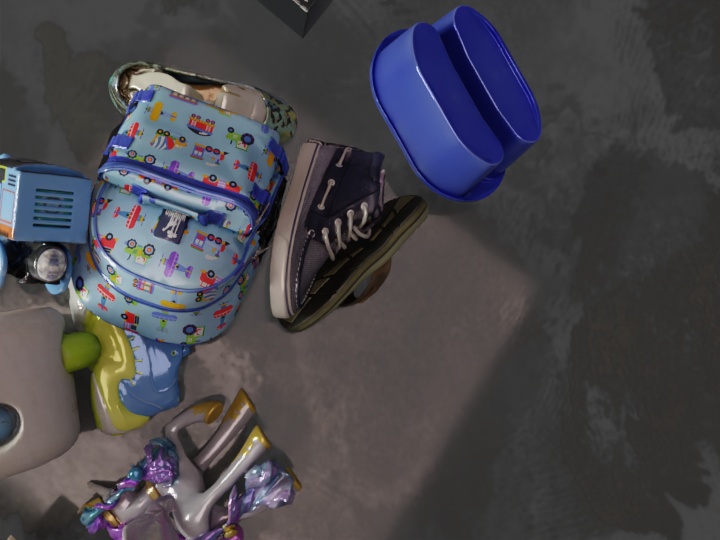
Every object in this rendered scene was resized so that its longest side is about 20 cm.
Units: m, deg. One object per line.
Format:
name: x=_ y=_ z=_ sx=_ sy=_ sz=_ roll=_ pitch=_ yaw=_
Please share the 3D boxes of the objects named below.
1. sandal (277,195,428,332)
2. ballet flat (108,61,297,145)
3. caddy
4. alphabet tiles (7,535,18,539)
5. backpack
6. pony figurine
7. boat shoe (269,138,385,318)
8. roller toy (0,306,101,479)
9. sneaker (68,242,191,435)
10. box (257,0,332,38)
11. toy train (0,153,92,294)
sandal: x=0.001 y=0.000 z=0.839 sx=0.200 sy=0.079 sz=0.058 roll=-39 pitch=124 yaw=-15
ballet flat: x=-0.161 y=-0.168 z=0.830 sx=0.196 sy=0.074 sz=0.076 roll=8 pitch=84 yaw=-8
caddy: x=0.095 y=-0.173 z=0.852 sx=0.140 sy=0.105 sz=0.202 roll=-29 pitch=89 yaw=-32
alphabet tiles: x=-0.255 y=0.325 z=0.744 sx=0.199 sy=0.167 sz=0.006 roll=39 pitch=38 yaw=-3
backpack: x=-0.171 y=-0.044 z=0.754 sx=0.180 sy=0.135 sz=0.203 roll=22 pitch=56 yaw=-6
pony figurine: x=-0.159 y=0.231 z=0.769 sx=0.198 sy=0.167 sz=0.194 roll=-35 pitch=59 yaw=-6
boat shoe: x=-0.028 y=-0.043 z=0.801 sx=0.091 sy=0.075 sz=0.203 roll=6 pitch=62 yaw=9
roller toy: x=-0.340 y=0.113 z=0.695 sx=0.196 sy=0.182 sz=0.143 roll=-8 pitch=91 yaw=22
sneaker: x=-0.228 y=0.055 z=0.807 sx=0.103 sy=0.075 sz=0.204 roll=-10 pitch=90 yaw=-24
box: x=-0.053 y=-0.377 z=0.859 sx=0.140 sy=0.079 sz=0.201 roll=37 pitch=81 yaw=-1
toy train: x=-0.320 y=-0.047 z=0.738 sx=0.086 sy=0.198 sz=0.117 roll=4 pitch=98 yaw=-47
